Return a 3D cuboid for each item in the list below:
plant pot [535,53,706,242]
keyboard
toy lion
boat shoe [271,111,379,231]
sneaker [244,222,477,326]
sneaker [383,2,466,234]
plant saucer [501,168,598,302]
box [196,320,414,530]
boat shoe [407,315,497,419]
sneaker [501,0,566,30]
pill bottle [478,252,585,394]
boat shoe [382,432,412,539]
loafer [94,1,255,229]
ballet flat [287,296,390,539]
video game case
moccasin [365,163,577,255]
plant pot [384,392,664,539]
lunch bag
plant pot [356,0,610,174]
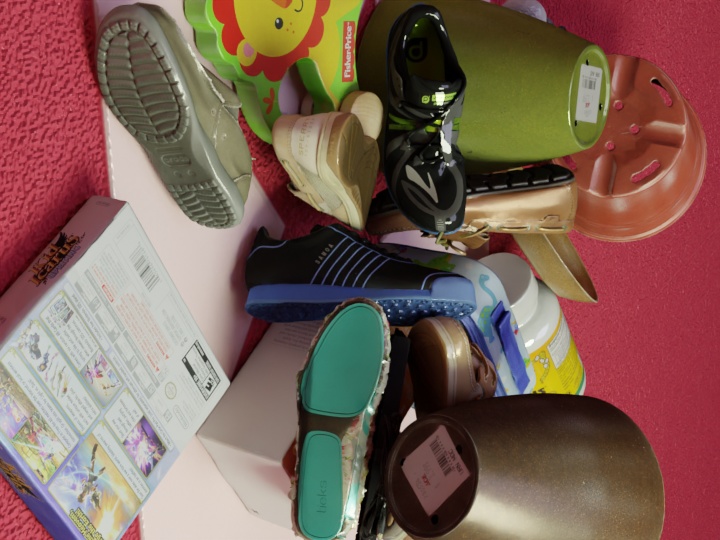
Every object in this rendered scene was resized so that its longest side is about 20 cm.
[{"bbox_3d":[0.282,-0.141,1.339,0.195,0.198,0.204,17,85,-76],"label":"plant pot"},{"bbox_3d":[0.016,0.153,1.019,0.127,0.020,0.203,-130,-131,-86],"label":"keyboard"},{"bbox_3d":[-0.062,-0.198,1.001,0.190,0.068,0.203,-14,111,-46],"label":"toy lion"},{"bbox_3d":[-0.027,-0.084,1.007,0.200,0.064,0.073,51,50,-76],"label":"boat shoe"},{"bbox_3d":[0.000,0.000,1.027,0.070,0.197,0.079,86,6,-68],"label":"sneaker"},{"bbox_3d":[0.054,-0.131,1.045,0.083,0.070,0.203,134,-49,-83],"label":"sneaker"},{"bbox_3d":[0.197,-0.043,1.356,0.201,0.035,0.201,52,16,-21],"label":"plant saucer"},{"bbox_3d":[-0.035,0.115,1.085,0.201,0.096,0.125,-56,140,-29],"label":"box"},{"bbox_3d":[0.085,0.096,1.072,0.068,0.074,0.201,-24,149,-13],"label":"boat shoe"},{"bbox_3d":[0.176,-0.242,1.298,0.201,0.074,0.115,83,26,-59],"label":"sneaker"},{"bbox_3d":[0.179,0.076,1.374,0.114,0.112,0.201,-58,141,-27],"label":"pill bottle"},{"bbox_3d":[0.036,0.196,1.145,0.071,0.200,0.077,13,108,-16],"label":"boat shoe"},{"bbox_3d":[-0.134,-0.122,0.912,0.201,0.074,0.070,70,33,-44],"label":"loafer"},{"bbox_3d":[-0.019,0.120,0.981,0.064,0.074,0.203,-3,106,-85],"label":"ballet flat"},{"bbox_3d":[-0.194,0.081,0.890,0.182,0.045,0.201,-56,139,-33],"label":"video game case"},{"bbox_3d":[0.101,-0.050,1.122,0.198,0.074,0.079,-8,114,-13],"label":"moccasin"},{"bbox_3d":[0.116,0.177,0.984,0.199,0.185,0.190,21,82,-46],"label":"plant pot"},{"bbox_3d":[0.082,0.068,1.187,0.083,0.159,0.201,-55,140,-29],"label":"lunch bag"},{"bbox_3d":[0.126,-0.170,1.149,0.186,0.198,0.190,-18,112,-52],"label":"plant pot"}]
